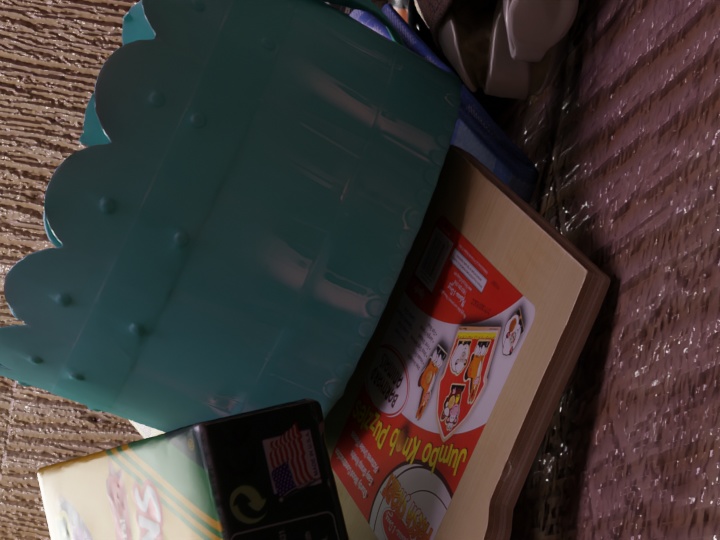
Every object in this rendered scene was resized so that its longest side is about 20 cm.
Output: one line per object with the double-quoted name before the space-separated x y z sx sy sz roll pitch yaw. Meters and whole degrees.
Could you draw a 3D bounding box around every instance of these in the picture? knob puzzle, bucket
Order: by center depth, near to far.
"knob puzzle" 0.027 0.070 0.986 0.220 0.030 0.220 -52 26 39
"bucket" -0.055 -0.026 1.071 0.207 0.134 0.208 -155 90 -83

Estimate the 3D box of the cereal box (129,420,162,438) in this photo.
"cereal box" -0.033 0.003 1.376 0.200 0.040 0.144 -40 -11 -20

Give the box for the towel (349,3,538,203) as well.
"towel" 0.000 0.000 1.183 0.147 0.024 0.201 51 126 42

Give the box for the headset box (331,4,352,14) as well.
"headset box" 0.019 -0.191 1.565 0.201 0.077 0.149 -84 6 -48

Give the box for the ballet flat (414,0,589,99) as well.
"ballet flat" 0.059 -0.106 1.028 0.200 0.068 0.068 108 162 -72

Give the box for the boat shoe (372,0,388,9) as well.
"boat shoe" 0.032 -0.137 1.336 0.200 0.072 0.068 104 172 -67

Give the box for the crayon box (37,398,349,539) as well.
"crayon box" -0.065 0.125 1.004 0.200 0.051 0.128 -21 81 62

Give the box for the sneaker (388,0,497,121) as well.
"sneaker" 0.043 -0.100 1.222 0.200 0.070 0.090 100 170 -62
